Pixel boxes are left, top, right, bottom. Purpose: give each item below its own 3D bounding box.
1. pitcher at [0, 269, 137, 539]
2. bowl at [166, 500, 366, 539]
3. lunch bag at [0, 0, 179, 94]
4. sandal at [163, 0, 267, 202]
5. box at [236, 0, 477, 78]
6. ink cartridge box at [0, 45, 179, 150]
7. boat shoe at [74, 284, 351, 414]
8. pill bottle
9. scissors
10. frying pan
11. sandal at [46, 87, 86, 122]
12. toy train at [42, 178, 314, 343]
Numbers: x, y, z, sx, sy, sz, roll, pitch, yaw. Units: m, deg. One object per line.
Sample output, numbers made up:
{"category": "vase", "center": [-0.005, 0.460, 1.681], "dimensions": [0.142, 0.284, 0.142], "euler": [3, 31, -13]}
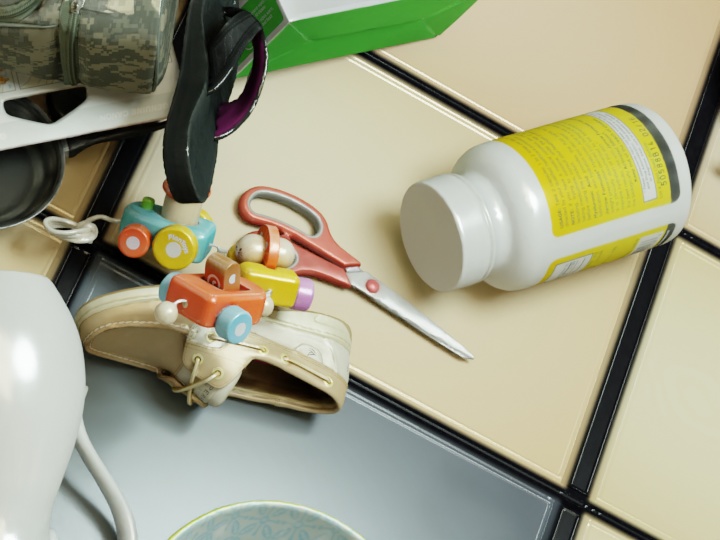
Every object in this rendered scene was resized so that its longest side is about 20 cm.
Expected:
{"category": "pitcher", "center": [-0.217, 0.108, 1.595], "dimensions": [0.171, 0.121, 0.200], "euler": [8, 75, -44]}
{"category": "bowl", "center": [-0.070, 0.256, 1.590], "dimensions": [0.200, 0.108, 0.201], "euler": [9, 66, -21]}
{"category": "lunch bag", "center": [-0.200, -0.224, 1.639], "dimensions": [0.167, 0.139, 0.200], "euler": [8, 77, -1]}
{"category": "sandal", "center": [-0.091, -0.125, 1.674], "dimensions": [0.048, 0.075, 0.201], "euler": [-3, 49, 12]}
{"category": "box", "center": [-0.030, -0.251, 1.822], "dimensions": [0.200, 0.097, 0.177], "euler": [-14, 76, -36]}
{"category": "ink cartridge box", "center": [-0.232, -0.168, 1.708], "dimensions": [0.200, 0.044, 0.174], "euler": [-12, 82, -16]}
{"category": "boat shoe", "center": [-0.096, 0.059, 1.683], "dimensions": [0.200, 0.074, 0.069], "euler": [8, 60, -22]}
{"category": "pill bottle", "center": [0.133, -0.049, 1.809], "dimensions": [0.200, 0.111, 0.111], "euler": [-17, 76, -30]}
{"category": "scissors", "center": [0.000, 0.000, 1.785], "dimensions": [0.200, 0.014, 0.073], "euler": [21, 60, -13]}
{"category": "frying pan", "center": [-0.232, -0.094, 1.704], "dimensions": [0.190, 0.031, 0.115], "euler": [-36, 77, -30]}
{"category": "sandal", "center": [-0.167, -0.186, 1.770], "dimensions": [0.075, 0.048, 0.201], "euler": [20, 62, -15]}
{"category": "toy train", "center": [-0.112, -0.016, 1.643], "dimensions": [0.150, 0.056, 0.200], "euler": [0, 23, -45]}
